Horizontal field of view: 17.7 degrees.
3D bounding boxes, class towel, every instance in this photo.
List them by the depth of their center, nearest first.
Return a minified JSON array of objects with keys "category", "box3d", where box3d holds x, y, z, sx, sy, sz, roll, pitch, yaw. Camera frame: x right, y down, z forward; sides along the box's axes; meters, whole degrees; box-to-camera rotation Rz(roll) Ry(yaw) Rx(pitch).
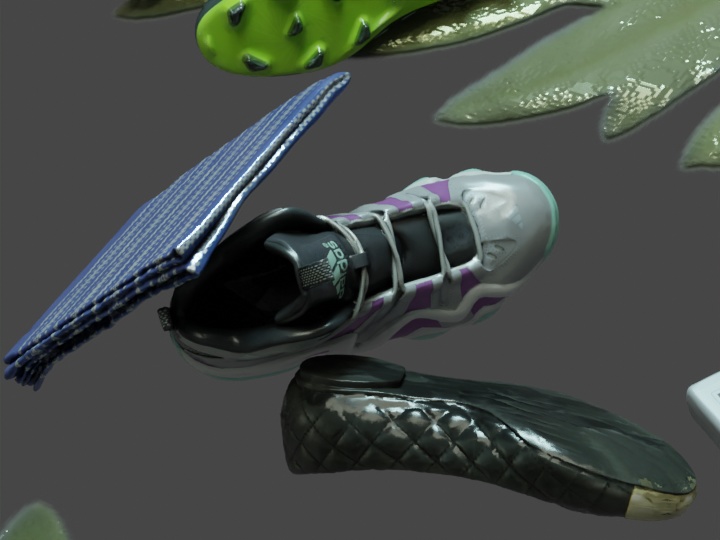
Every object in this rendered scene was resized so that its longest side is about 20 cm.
[{"category":"towel","box3d":[-0.092,-0.016,1.131,0.200,0.024,0.145,-30,18,52]}]

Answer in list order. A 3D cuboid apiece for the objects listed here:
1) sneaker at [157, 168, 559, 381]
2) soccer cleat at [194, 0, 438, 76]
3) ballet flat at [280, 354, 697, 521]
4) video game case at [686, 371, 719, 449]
[{"category":"sneaker","box3d":[0.000,0.000,1.083,0.199,0.140,0.078,-23,83,2]},{"category":"soccer cleat","box3d":[-0.005,-0.167,1.326,0.199,0.068,0.081,-23,26,-10]},{"category":"ballet flat","box3d":[0.058,0.084,1.063,0.199,0.057,0.066,12,22,20]},{"category":"video game case","box3d":[0.272,0.078,1.016,0.181,0.022,0.200,-26,43,-11]}]
